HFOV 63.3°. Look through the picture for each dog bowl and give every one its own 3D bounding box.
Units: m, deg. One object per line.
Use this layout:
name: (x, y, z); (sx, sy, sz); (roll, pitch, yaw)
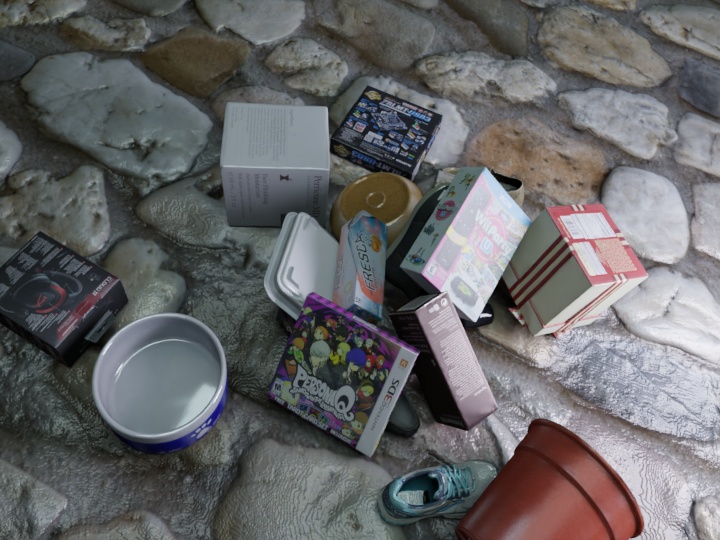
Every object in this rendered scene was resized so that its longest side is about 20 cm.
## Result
dog bowl: (-0.306, 0.173, 0.908); (0.194, 0.080, 0.204); (4, 56, -6)

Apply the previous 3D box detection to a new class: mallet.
mallet: (0.215, 0.004, 1.044); (0.064, 0.206, 0.041); (1, 13, -19)

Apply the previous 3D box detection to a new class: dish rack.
dish rack: (-0.074, 0.002, 1.005); (0.171, 0.043, 0.203); (43, 40, -28)

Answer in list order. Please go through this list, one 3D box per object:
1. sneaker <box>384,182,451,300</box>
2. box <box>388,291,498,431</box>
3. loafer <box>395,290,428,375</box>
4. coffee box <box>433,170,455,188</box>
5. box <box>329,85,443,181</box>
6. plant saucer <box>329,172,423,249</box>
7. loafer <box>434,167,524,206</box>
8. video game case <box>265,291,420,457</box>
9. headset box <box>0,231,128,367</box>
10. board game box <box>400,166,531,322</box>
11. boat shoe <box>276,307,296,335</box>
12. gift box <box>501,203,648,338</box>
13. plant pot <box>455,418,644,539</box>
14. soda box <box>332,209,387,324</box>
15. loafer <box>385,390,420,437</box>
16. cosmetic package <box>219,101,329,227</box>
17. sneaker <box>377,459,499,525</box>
sneaker: (0.125, -0.045, 1.010); (0.106, 0.202, 0.074); (44, 16, 34)
box: (0.129, 0.142, 0.926); (0.074, 0.100, 0.204); (-28, 95, -23)
loafer: (0.103, 0.098, 1.022); (0.067, 0.076, 0.201); (14, 56, 47)
coffee box: (0.178, -0.084, 1.143); (0.110, 0.081, 0.203); (16, 56, 4)
box: (0.059, -0.302, 1.288); (0.196, 0.050, 0.201); (24, 56, 8)
plant saucer: (0.031, -0.128, 1.144); (0.194, 0.036, 0.204); (-6, 53, 8)
loafer: (0.253, -0.184, 1.226); (0.194, 0.068, 0.078); (10, 55, -2)
video game case: (-0.030, 0.161, 0.914); (0.196, 0.036, 0.185); (27, 101, 10)
headset box: (-0.498, 0.050, 0.964); (0.196, 0.076, 0.150); (27, 58, 10)
board game box: (0.177, -0.044, 0.961); (0.147, 0.064, 0.203); (38, 78, -30)
boat shoe: (-0.113, 0.076, 1.011); (0.065, 0.072, 0.206); (-18, 70, 17)
gift box: (0.351, -0.002, 1.046); (0.195, 0.188, 0.188); (-2, 57, -27)
plant pot: (0.247, 0.351, 0.812); (0.194, 0.202, 0.201); (-35, 67, -18)
soda box: (0.000, 0.000, 1.001); (0.063, 0.068, 0.204); (29, 47, -29)
loafer: (0.021, 0.185, 0.950); (0.199, 0.073, 0.072); (42, 60, 18)
cosmetic package: (-0.159, -0.200, 1.121); (0.194, 0.166, 0.169); (1, 56, -6)
sneaker: (0.124, 0.326, 0.863); (0.195, 0.087, 0.079); (-11, 59, -15)
